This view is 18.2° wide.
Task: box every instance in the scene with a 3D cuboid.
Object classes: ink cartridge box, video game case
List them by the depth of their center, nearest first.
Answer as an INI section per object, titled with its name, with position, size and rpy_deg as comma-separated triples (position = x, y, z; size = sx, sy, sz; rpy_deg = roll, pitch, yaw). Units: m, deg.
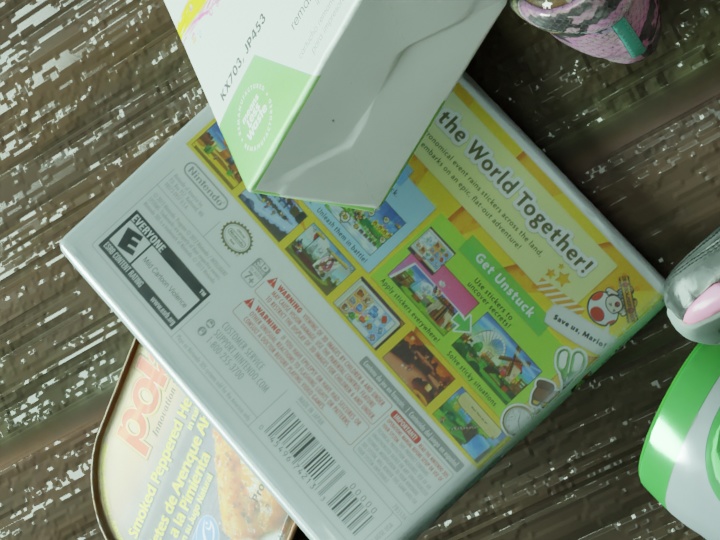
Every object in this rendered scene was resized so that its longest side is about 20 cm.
[ink cartridge box]
position = -0.027, -0.137, 0.917
size = 0.117, 0.067, 0.201
rpy_deg = -58, 42, 33
[video game case]
position = 0.000, 0.000, 0.957
size = 0.182, 0.023, 0.200
rpy_deg = -42, 74, -2

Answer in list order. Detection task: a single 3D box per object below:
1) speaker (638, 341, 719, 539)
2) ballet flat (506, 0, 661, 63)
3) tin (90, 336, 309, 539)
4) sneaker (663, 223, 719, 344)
[speaker]
position = 0.209, 0.098, 0.864
size = 0.199, 0.088, 0.089
rpy_deg = 29, 107, 22
[ballet flat]
position = 0.064, -0.143, 0.912
size = 0.069, 0.071, 0.200
rpy_deg = -36, 43, 4
[tin]
position = -0.054, 0.056, 1.022
size = 0.111, 0.042, 0.201
rpy_deg = 29, 107, 18
[sneaker]
position = 0.182, -0.059, 0.861
size = 0.200, 0.079, 0.095
rpy_deg = -44, 67, 2
